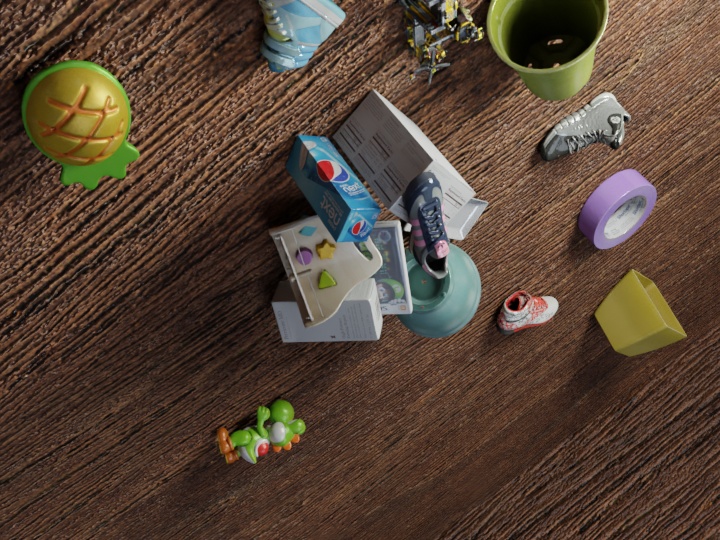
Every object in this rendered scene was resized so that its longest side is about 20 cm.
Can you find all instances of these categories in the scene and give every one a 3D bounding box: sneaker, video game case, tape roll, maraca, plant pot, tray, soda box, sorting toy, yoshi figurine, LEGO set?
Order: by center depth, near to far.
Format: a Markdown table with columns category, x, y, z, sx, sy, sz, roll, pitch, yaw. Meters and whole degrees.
| category | x | y | z | sx | sy | sz | roll | pitch | yaw |
| --- | --- | --- | --- | --- | --- | --- | --- | --- | --- |
| maraca | -0.366 | -0.188 | 1.068 | 0.134 | 0.108 | 0.202 | -20 | 142 | -11 |
| sneaker | -0.119 | -0.349 | 1.127 | 0.198 | 0.080 | 0.131 | 17 | 118 | -48 |
| LEGO set | 0.139 | -0.398 | 1.260 | 0.151 | 0.117 | 0.202 | -23 | 143 | -19 |
| sneaker | 0.117 | -0.069 | 1.292 | 0.069 | 0.083 | 0.202 | -27 | 144 | -10 |
| soda box | -0.048 | -0.136 | 1.321 | 0.063 | 0.201 | 0.069 | -3 | 134 | -37 |
| plant pot | 0.331 | -0.392 | 1.394 | 0.200 | 0.202 | 0.184 | -41 | 156 | 6 |
| sorting toy | -0.055 | -0.030 | 1.457 | 0.176 | 0.107 | 0.203 | -20 | 118 | -3 |
| video game case | 0.000 | 0.000 | 1.538 | 0.177 | 0.024 | 0.204 | -2 | 124 | 13 |
| plant pot | 0.139 | 0.029 | 1.644 | 0.200 | 0.201 | 0.134 | -41 | 162 | 7 |
| tray | 0.177 | -0.120 | 1.691 | 0.197 | 0.022 | 0.108 | 6 | 125 | -45 |
| sneaker | 0.479 | -0.279 | 1.692 | 0.199 | 0.116 | 0.075 | -39 | 145 | 3 |
| yoshi figurine | -0.226 | 0.358 | 1.843 | 0.195 | 0.112 | 0.115 | -16 | 101 | -5 |
| tape roll | 0.642 | -0.151 | 2.023 | 0.197 | 0.066 | 0.203 | -24 | 143 | -19 |
| sneaker | 0.452 | 0.095 | 2.133 | 0.198 | 0.068 | 0.109 | -20 | 144 | -19 |
| plant pot | 0.822 | 0.146 | 2.419 | 0.176 | 0.203 | 0.198 | -38 | 147 | 24 |

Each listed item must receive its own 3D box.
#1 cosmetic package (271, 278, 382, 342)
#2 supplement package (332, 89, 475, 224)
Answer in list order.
| category | x | y | z | sx | sy | sz | roll | pitch | yaw |
| --- | --- | --- | --- | --- | --- | --- | --- | --- | --- |
| cosmetic package | -0.063 | 0.077 | 1.549 | 0.195 | 0.075 | 0.103 | -4 | 124 | 14 |
| supplement package | 0.074 | -0.180 | 1.378 | 0.111 | 0.201 | 0.155 | -45 | 145 | 15 |
